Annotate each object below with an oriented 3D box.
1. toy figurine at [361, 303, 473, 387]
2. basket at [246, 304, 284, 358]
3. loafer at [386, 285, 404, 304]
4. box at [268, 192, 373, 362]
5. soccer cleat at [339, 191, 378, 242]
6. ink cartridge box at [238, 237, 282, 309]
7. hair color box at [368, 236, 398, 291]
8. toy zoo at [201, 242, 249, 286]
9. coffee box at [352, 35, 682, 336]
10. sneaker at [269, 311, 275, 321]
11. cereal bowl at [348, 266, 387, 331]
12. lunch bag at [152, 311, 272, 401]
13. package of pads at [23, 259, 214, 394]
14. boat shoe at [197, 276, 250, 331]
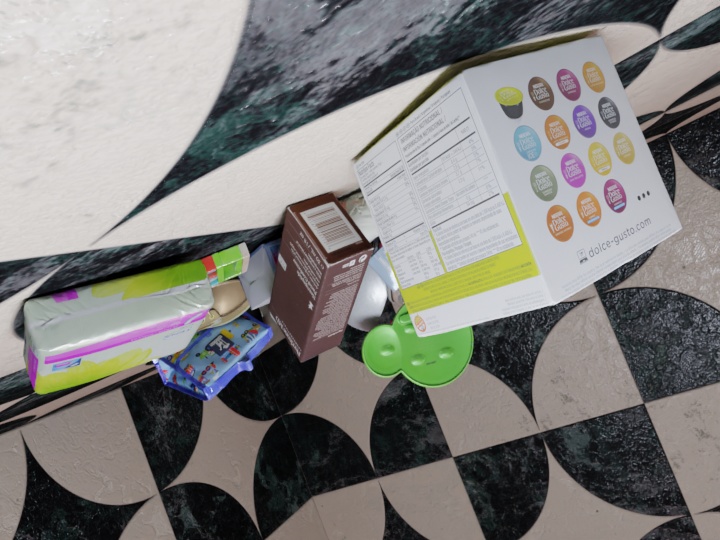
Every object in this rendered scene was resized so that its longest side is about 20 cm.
[{"bbox_3d":[0.077,0.131,1.073,0.194,0.155,0.184,-12,175,-14],"label":"toy figurine"},{"bbox_3d":[-0.146,0.054,1.145,0.197,0.138,0.181,-27,166,-37],"label":"basket"},{"bbox_3d":[0.083,-0.032,0.937,0.061,0.206,0.072,17,-150,20],"label":"loafer"},{"bbox_3d":[-0.058,0.014,0.775,0.073,0.101,0.203,-21,148,-30],"label":"box"},{"bbox_3d":[0.006,-0.077,0.800,0.199,0.077,0.070,-42,-156,29],"label":"soccer cleat"},{"bbox_3d":[-0.080,-0.017,0.954,0.196,0.078,0.136,-20,175,-34],"label":"ink cartridge box"},{"bbox_3d":[0.098,-0.073,0.817,0.199,0.061,0.099,-43,-168,16],"label":"hair color box"},{"bbox_3d":[-0.248,0.019,0.829,0.195,0.021,0.131,-23,176,-16],"label":"toy zoo"},{"bbox_3d":[0.143,-0.076,0.598,0.196,0.203,0.199,-22,178,-30],"label":"coffee box"},{"bbox_3d":[-0.093,0.063,1.030,0.101,0.069,0.201,-58,163,-17],"label":"sneaker"},{"bbox_3d":[0.000,0.000,1.071,0.081,0.207,0.200,14,168,-10],"label":"cereal bowl"},{"bbox_3d":[-0.244,0.138,1.018,0.196,0.096,0.150,13,-136,42],"label":"lunch bag"},{"bbox_3d":[-0.281,0.067,0.704,0.196,0.070,0.154,-16,163,-36],"label":"package of pads"},{"bbox_3d":[-0.261,0.065,0.976,0.195,0.076,0.066,-25,-178,6],"label":"boat shoe"}]
